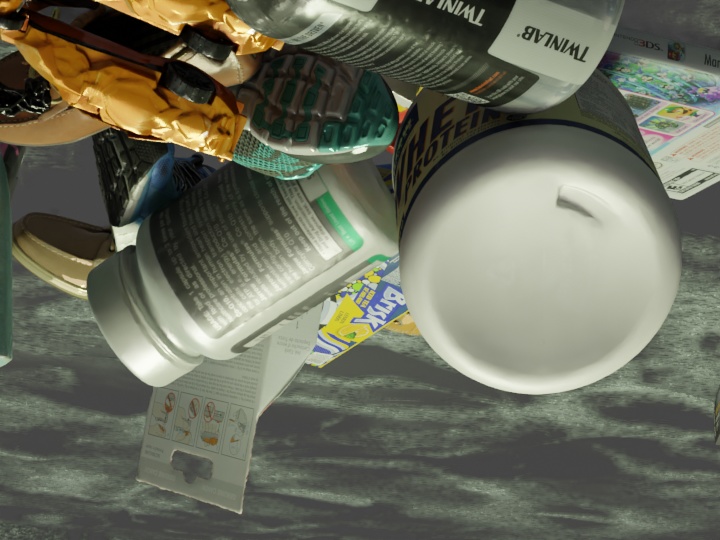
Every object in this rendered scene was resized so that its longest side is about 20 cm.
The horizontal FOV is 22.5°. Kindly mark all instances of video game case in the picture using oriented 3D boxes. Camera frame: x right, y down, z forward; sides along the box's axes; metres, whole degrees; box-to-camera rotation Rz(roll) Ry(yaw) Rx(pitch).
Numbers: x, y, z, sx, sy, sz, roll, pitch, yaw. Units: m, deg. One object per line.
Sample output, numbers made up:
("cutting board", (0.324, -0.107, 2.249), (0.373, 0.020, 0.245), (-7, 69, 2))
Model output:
("video game case", (0.180, -0.098, 1.164), (0.180, 0.024, 0.200), (11, 162, -19))

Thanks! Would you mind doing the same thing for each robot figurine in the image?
("robot figurine", (-0.142, -0.137, 0.967), (0.198, 0.058, 0.146), (20, 114, -20))

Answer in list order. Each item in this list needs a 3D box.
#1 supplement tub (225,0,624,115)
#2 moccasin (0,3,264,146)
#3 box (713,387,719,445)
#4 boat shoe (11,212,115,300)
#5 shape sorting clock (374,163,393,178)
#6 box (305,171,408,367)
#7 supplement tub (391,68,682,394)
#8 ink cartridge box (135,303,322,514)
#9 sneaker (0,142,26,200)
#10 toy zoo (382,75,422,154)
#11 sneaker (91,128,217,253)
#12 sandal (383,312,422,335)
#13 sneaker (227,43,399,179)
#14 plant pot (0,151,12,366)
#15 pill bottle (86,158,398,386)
("supplement tub", (0.017, -0.154, 0.849), (0.198, 0.124, 0.122), (14, 160, -31))
("moccasin", (-0.155, -0.122, 1.072), (0.200, 0.074, 0.078), (-7, 157, 29))
("box", (0.463, 0.142, 1.832), (0.198, 0.049, 0.159), (1, 162, 7))
("boat shoe", (-0.185, -0.013, 1.469), (0.198, 0.072, 0.065), (18, 125, -17))
("shape sorting clock", (-0.010, -0.036, 1.380), (0.198, 0.040, 0.200), (3, 163, 1))
("box", (0.000, 0.000, 1.326), (0.064, 0.071, 0.200), (19, 147, -29))
("supplement tub", (0.090, -0.039, 0.988), (0.143, 0.146, 0.200), (5, -156, -3))
("ink cartridge box", (-0.095, 0.069, 1.343), (0.050, 0.202, 0.160), (9, 178, -35))
("sneaker", (-0.303, -0.058, 1.345), (0.086, 0.081, 0.200), (19, 152, -9))
("toy zoo", (0.038, -0.106, 1.130), (0.199, 0.021, 0.131), (26, 156, -28))
("sneaker", (-0.140, -0.067, 1.291), (0.089, 0.079, 0.200), (-13, 168, -9))
("sandal", (0.031, 0.028, 1.432), (0.080, 0.055, 0.199), (11, 162, -38))
("sneaker", (-0.038, -0.092, 1.090), (0.199, 0.078, 0.091), (15, 165, 47))
("plant pot", (-0.340, -0.043, 1.154), (0.195, 0.202, 0.196), (16, 159, -37))
("pill bottle", (-0.079, -0.012, 1.220), (0.199, 0.114, 0.113), (-32, 152, 14))
